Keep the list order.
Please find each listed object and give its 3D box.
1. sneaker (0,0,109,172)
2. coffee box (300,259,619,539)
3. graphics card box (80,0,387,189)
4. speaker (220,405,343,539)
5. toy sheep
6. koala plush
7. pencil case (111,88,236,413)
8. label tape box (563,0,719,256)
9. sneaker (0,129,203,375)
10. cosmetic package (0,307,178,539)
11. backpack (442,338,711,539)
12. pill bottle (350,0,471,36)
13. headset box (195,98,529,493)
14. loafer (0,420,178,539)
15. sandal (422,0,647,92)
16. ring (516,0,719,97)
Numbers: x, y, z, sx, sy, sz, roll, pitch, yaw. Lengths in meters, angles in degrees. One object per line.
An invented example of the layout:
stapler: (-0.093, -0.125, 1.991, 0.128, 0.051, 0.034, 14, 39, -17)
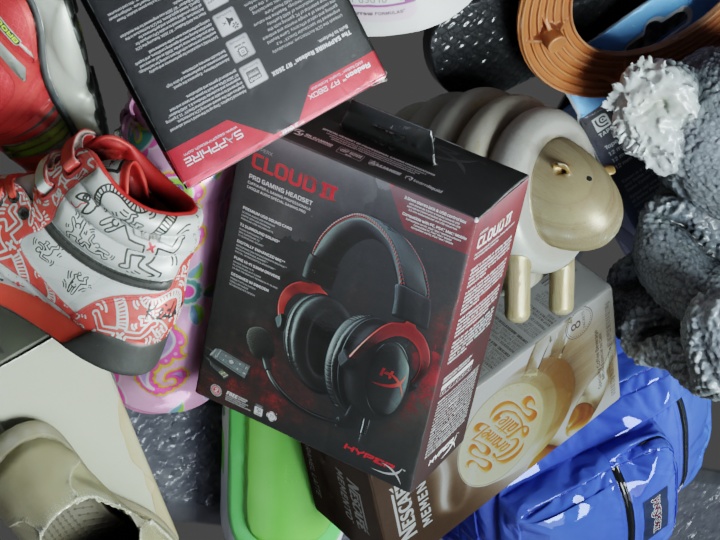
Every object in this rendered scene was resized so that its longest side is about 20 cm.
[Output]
sneaker: (-0.183, -0.088, 1.176, 0.084, 0.077, 0.201, -12, 129, -3)
coffee box: (0.063, 0.081, 1.352, 0.200, 0.080, 0.115, -36, 141, -20)
graphics card box: (-0.086, -0.160, 1.118, 0.125, 0.051, 0.201, -29, 106, -3)
speaker: (-0.047, 0.103, 1.392, 0.088, 0.088, 0.201, -16, 130, -25)
toy sheep: (0.067, -0.042, 1.282, 0.138, 0.199, 0.139, -12, 104, -53)
koala plush: (0.226, -0.048, 1.332, 0.177, 0.183, 0.201, -19, 110, -27)
pencil case: (-0.108, -0.017, 1.260, 0.087, 0.087, 0.201, -10, 127, -29)
label tape box: (0.208, -0.106, 1.422, 0.143, 0.066, 0.200, -36, 123, -5)
sneaker: (-0.178, -0.035, 1.141, 0.108, 0.200, 0.067, -67, 172, 22)
cosmetic package: (-0.181, 0.085, 1.270, 0.073, 0.104, 0.201, -29, 136, -15)
backpack: (0.150, 0.122, 1.491, 0.199, 0.168, 0.163, -28, 143, -18)
pill bottle: (0.005, -0.235, 1.154, 0.112, 0.112, 0.201, -25, 134, -17)
headset box: (0.000, 0.000, 1.210, 0.075, 0.148, 0.201, -38, 147, -54)
loafer: (-0.149, 0.163, 1.230, 0.076, 0.068, 0.200, -40, 136, -1)
sandal: (0.101, -0.154, 1.340, 0.199, 0.045, 0.075, -16, 138, -45)
ring: (0.184, -0.175, 1.282, 0.199, 0.019, 0.201, -21, 144, -16)
